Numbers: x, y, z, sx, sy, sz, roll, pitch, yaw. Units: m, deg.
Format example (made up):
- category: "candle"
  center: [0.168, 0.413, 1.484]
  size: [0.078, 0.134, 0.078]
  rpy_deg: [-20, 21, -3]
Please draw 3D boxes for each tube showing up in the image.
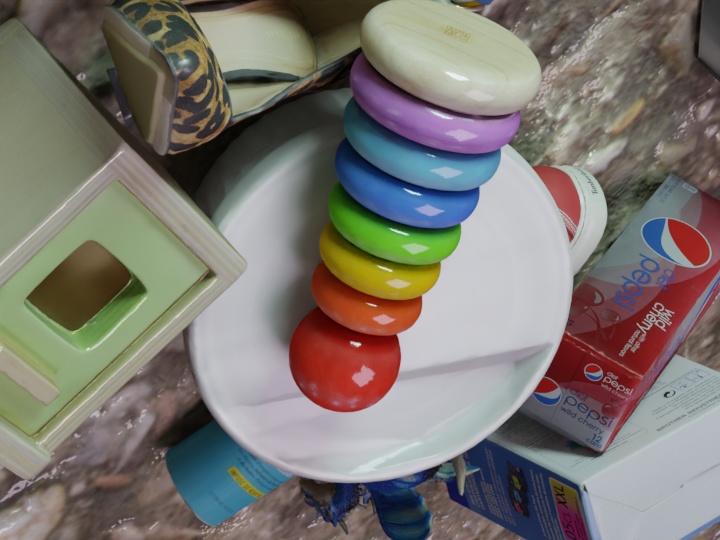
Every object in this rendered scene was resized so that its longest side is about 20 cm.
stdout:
- category: "tube"
  center: [-0.014, 0.070, 1.299]
  size: [0.200, 0.050, 0.077]
  rpy_deg: [-34, 138, 11]

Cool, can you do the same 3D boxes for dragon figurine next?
- category: "dragon figurine"
  center: [0.026, 0.118, 1.356]
  size: [0.059, 0.200, 0.099]
  rpy_deg: [-51, 121, -24]

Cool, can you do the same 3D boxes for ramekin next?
- category: "ramekin"
  center: [0.000, 0.000, 1.185]
  size: [0.202, 0.094, 0.202]
  rpy_deg: [-7, 117, -14]

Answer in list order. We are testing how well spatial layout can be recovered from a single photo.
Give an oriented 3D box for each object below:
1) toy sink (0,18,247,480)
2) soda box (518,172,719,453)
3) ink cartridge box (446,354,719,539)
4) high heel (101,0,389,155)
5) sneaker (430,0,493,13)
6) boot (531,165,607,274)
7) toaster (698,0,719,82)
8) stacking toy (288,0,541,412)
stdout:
- category: "toy sink"
  center: [-0.173, 0.011, 1.058]
  size: [0.200, 0.112, 0.130]
  rpy_deg: [-42, 146, -1]
- category: "soda box"
  center: [0.165, 0.023, 1.383]
  size: [0.200, 0.063, 0.070]
  rpy_deg: [-46, 163, -50]
- category: "ink cartridge box"
  center: [0.135, 0.101, 1.426]
  size: [0.136, 0.200, 0.076]
  rpy_deg: [-26, 117, -24]
- category: "high heel"
  center: [-0.038, -0.104, 1.019]
  size: [0.143, 0.071, 0.200]
  rpy_deg: [-19, -175, -7]
- category: "sneaker"
  center: [0.057, -0.156, 1.124]
  size: [0.200, 0.090, 0.075]
  rpy_deg: [-4, 130, -43]
- category: "boot"
  center: [0.037, 0.021, 1.331]
  size: [0.144, 0.072, 0.200]
  rpy_deg: [1, 128, -36]
- category: "toaster"
  center: [0.294, -0.167, 1.328]
  size: [0.200, 0.119, 0.181]
  rpy_deg: [-27, 142, -23]
- category: "stacking toy"
  center: [0.012, -0.022, 1.084]
  size: [0.085, 0.085, 0.200]
  rpy_deg: [-6, 127, -42]
